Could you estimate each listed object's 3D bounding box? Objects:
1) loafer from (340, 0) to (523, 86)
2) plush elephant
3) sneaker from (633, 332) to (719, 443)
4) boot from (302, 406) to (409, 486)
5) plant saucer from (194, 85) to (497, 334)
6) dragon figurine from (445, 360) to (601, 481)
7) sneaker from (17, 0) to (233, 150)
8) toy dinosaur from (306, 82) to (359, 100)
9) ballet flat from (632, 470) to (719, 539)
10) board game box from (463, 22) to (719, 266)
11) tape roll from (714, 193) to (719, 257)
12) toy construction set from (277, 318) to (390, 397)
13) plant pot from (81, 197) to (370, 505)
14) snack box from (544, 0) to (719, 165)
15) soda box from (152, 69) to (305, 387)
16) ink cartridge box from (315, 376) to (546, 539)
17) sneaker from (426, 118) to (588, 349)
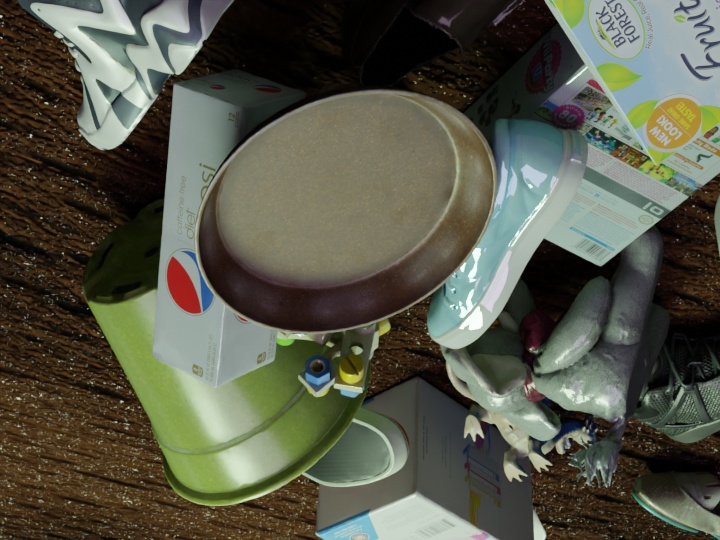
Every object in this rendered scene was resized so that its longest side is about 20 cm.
[{"bbox_3d":[0.067,-0.173,0.891,0.073,0.072,0.199,29,135,-30],"label":"loafer"},{"bbox_3d":[0.152,0.066,1.131,0.153,0.202,0.165,13,159,22],"label":"plush elephant"},{"bbox_3d":[0.300,0.083,1.200,0.113,0.077,0.199,18,145,-29],"label":"sneaker"},{"bbox_3d":[-0.019,0.124,1.215,0.198,0.144,0.073,1,107,36],"label":"boot"},{"bbox_3d":[-0.011,-0.042,0.890,0.198,0.035,0.202,-11,135,-11],"label":"plant saucer"},{"bbox_3d":[0.139,0.119,1.268,0.200,0.100,0.059,45,130,-17],"label":"dragon figurine"},{"bbox_3d":[-0.176,-0.165,0.919,0.129,0.080,0.199,39,153,-12],"label":"sneaker"},{"bbox_3d":[-0.009,-0.112,0.971,0.105,0.061,0.199,-13,169,26],"label":"toy dinosaur"},{"bbox_3d":[0.355,0.234,1.417,0.199,0.068,0.063,27,108,-33],"label":"ballet flat"},{"bbox_3d":[0.176,-0.104,0.982,0.146,0.065,0.200,24,138,-25],"label":"board game box"},{"bbox_3d":[0.374,-0.038,1.077,0.200,0.037,0.204,1,141,1],"label":"tape roll"},{"bbox_3d":[0.000,0.000,1.047,0.130,0.200,0.093,31,138,18],"label":"toy construction set"},{"bbox_3d":[-0.120,0.048,1.109,0.198,0.201,0.191,-17,127,23],"label":"plant pot"},{"bbox_3d":[0.188,-0.188,0.811,0.168,0.068,0.200,-33,122,11],"label":"snack box"},{"bbox_3d":[-0.091,-0.028,0.951,0.063,0.068,0.202,21,116,30],"label":"soda box"},{"bbox_3d":[0.072,0.217,1.342,0.128,0.126,0.199,-28,133,33],"label":"ink cartridge box"},{"bbox_3d":[0.078,-0.031,0.977,0.081,0.074,0.201,19,126,-13],"label":"sneaker"}]
